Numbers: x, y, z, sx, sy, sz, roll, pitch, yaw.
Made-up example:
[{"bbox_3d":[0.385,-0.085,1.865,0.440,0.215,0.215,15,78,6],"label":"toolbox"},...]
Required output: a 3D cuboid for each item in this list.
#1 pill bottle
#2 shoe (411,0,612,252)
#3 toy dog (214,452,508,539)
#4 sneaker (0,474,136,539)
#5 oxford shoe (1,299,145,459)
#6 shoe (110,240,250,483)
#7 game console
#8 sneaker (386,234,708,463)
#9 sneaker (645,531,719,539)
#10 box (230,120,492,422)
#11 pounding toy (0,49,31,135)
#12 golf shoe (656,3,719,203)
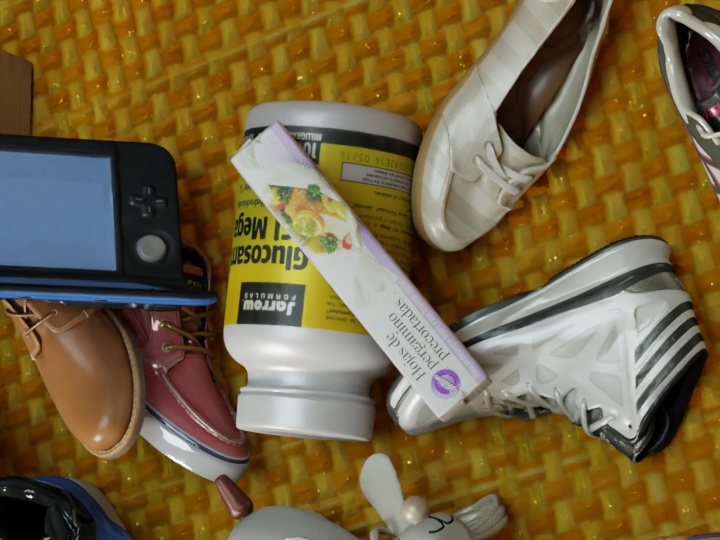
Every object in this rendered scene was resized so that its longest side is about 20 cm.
[{"bbox_3d":[-0.025,0.002,1.686,0.112,0.112,0.201,2,82,29],"label":"pill bottle"},{"bbox_3d":[0.094,-0.100,1.657,0.200,0.070,0.053,-62,28,4],"label":"shoe"},{"bbox_3d":[-0.021,0.154,1.637,0.200,0.132,0.096,-22,101,25],"label":"toy dog"},{"bbox_3d":[-0.163,0.201,1.731,0.200,0.111,0.077,44,103,27],"label":"sneaker"},{"bbox_3d":[-0.196,0.034,1.733,0.071,0.071,0.200,-41,58,23],"label":"oxford shoe"},{"bbox_3d":[-0.123,0.043,1.757,0.200,0.071,0.091,46,110,31],"label":"shoe"},{"bbox_3d":[-0.197,-0.033,1.666,0.118,0.199,0.171,118,150,-56],"label":"game console"},{"bbox_3d":[0.114,0.073,1.619,0.200,0.076,0.116,-31,67,19],"label":"sneaker"},{"bbox_3d":[0.159,0.197,1.520,0.075,0.200,0.088,-4,81,-12],"label":"sneaker"},{"bbox_3d":[0.000,0.000,1.606,0.039,0.041,0.200,-39,81,2],"label":"box"},{"bbox_3d":[-0.339,-0.094,1.859,0.184,0.142,0.201,-4,80,28],"label":"pounding toy"},{"bbox_3d":[0.224,-0.066,1.577,0.077,0.088,0.200,-35,68,18],"label":"golf shoe"}]
